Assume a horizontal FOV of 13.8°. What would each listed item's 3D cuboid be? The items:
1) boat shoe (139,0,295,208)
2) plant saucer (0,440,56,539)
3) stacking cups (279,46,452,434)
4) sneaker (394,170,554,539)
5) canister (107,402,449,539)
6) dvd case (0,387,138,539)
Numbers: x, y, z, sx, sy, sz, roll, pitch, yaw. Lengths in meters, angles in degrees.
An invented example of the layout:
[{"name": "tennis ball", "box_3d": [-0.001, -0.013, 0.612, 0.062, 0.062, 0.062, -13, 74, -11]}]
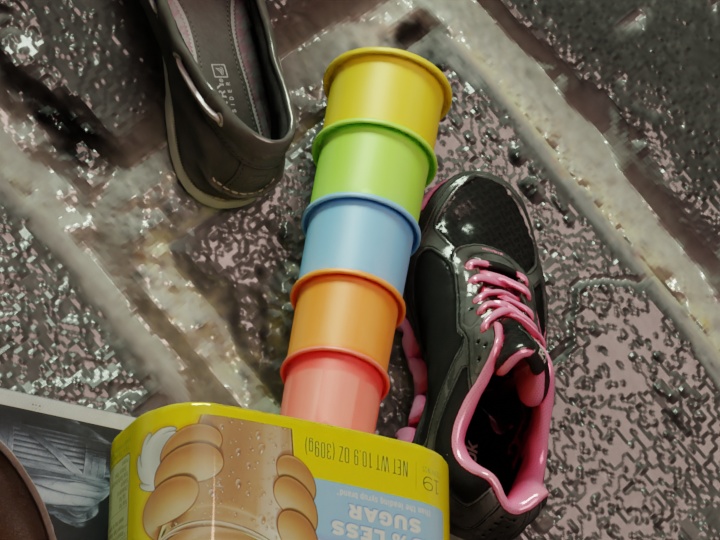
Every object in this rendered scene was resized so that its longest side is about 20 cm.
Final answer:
[{"name": "boat shoe", "box_3d": [-0.069, -0.127, 1.324, 0.067, 0.057, 0.200, -6, 70, -30]}, {"name": "plant saucer", "box_3d": [-0.199, 0.132, 1.058, 0.200, 0.032, 0.201, -10, 109, -32]}, {"name": "stacking cups", "box_3d": [0.000, 0.000, 1.293, 0.060, 0.061, 0.200, 21, 56, -18]}, {"name": "sneaker", "box_3d": [0.058, 0.038, 1.292, 0.079, 0.095, 0.200, 15, 59, -20]}, {"name": "canister", "box_3d": [-0.032, 0.163, 1.160, 0.148, 0.087, 0.200, 12, 61, -24]}, {"name": "dvd case", "box_3d": [-0.103, 0.130, 1.203, 0.200, 0.025, 0.151, 13, 62, -22]}]
